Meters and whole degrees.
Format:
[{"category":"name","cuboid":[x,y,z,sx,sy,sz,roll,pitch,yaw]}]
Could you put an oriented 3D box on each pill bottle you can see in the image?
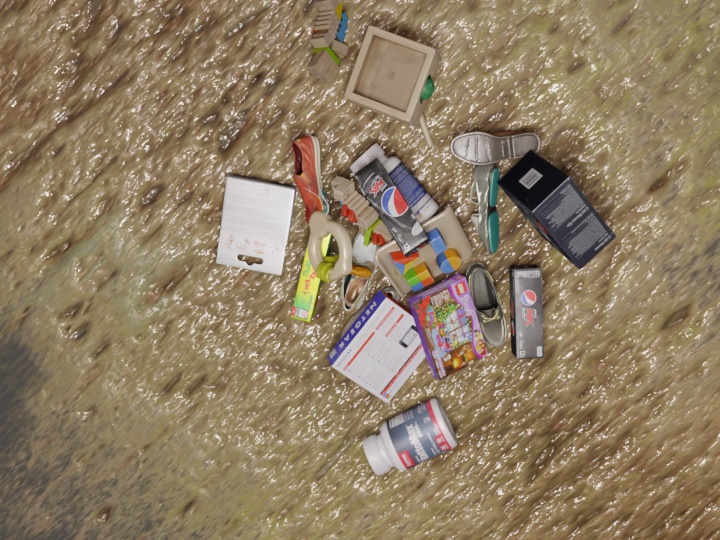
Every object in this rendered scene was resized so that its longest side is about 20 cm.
[{"category":"pill bottle","cuboid":[0.071,-0.178,1.684,0.111,0.111,0.200,-41,94,8]},{"category":"pill bottle","cuboid":[0.111,0.388,1.755,0.198,0.120,0.121,-28,95,7]}]

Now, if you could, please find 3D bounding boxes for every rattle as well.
[{"category":"rattle","cuboid":[-0.042,-0.083,1.632,0.141,0.130,0.203,-9,79,-27]}]

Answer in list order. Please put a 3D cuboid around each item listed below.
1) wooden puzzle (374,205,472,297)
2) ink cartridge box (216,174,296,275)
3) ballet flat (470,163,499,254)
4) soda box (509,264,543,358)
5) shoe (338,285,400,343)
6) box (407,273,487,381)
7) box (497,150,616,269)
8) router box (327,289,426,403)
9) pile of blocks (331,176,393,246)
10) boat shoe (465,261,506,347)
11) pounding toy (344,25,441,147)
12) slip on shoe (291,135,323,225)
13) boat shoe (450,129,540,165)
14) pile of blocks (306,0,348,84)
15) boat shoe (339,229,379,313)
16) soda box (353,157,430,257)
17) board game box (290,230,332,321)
[{"category":"wooden puzzle","cuboid":[0.147,-0.029,1.676,0.198,0.186,0.047,-33,51,5]},{"category":"ink cartridge box","cuboid":[-0.239,-0.106,1.749,0.160,0.057,0.203,10,107,2]},{"category":"ballet flat","cuboid":[0.276,-0.138,1.708,0.063,0.067,0.204,7,105,31]},{"category":"soda box","cuboid":[0.372,0.092,1.713,0.062,0.071,0.204,-2,96,2]},{"category":"shoe","cuboid":[0.017,0.117,1.755,0.070,0.053,0.201,38,98,-2]},{"category":"box","cuboid":[0.197,0.127,1.711,0.135,0.039,0.203,-25,110,-15]},{"category":"box","cuboid":[0.407,-0.129,1.600,0.104,0.200,0.182,-43,115,8]},{"category":"router box","cuboid":[0.054,0.174,1.728,0.179,0.049,0.201,37,97,-26]},{"category":"pile of blocks","cuboid":[-0.005,-0.110,1.663,0.200,0.062,0.082,47,142,-1]},{"category":"boat shoe","cuboid":[0.285,0.083,1.732,0.071,0.060,0.205,-16,96,6]},{"category":"pounding toy","cuboid":[0.090,-0.393,1.656,0.198,0.142,0.187,23,98,11]},{"category":"slip on shoe","cuboid":[-0.122,-0.199,1.706,0.060,0.074,0.204,-5,93,-26]},{"category":"boat shoe","cuboid":[0.294,-0.272,1.681,0.196,0.068,0.073,1,106,1]},{"category":"pile of blocks","cuboid":[-0.073,-0.512,1.681,0.062,0.081,0.203,11,89,45]},{"category":"boat shoe","cuboid":[0.000,0.000,1.732,0.074,0.068,0.203,12,95,4]},{"category":"soda box","cuboid":[0.066,-0.129,1.582,0.063,0.071,0.202,-33,82,7]},{"category":"board game box","cuboid":[-0.107,0.005,1.724,0.047,0.102,0.203,14,98,0]}]
